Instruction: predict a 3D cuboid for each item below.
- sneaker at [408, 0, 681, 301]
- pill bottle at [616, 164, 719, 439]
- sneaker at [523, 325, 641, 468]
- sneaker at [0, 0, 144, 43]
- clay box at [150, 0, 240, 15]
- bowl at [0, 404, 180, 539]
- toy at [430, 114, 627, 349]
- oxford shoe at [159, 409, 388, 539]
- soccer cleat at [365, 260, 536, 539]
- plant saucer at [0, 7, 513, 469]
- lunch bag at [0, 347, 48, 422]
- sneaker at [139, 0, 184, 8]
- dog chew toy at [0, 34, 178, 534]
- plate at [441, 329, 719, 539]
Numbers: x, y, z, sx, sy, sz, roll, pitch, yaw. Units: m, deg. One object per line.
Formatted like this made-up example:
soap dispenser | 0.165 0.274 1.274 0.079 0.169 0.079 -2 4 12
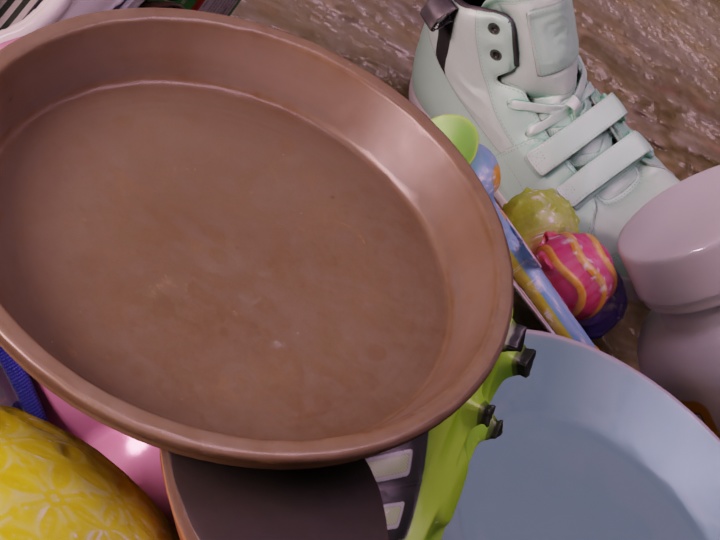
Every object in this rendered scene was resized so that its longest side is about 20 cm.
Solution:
sneaker | 0.099 -0.073 1.052 0.074 0.119 0.200 -38 63 -25
pill bottle | 0.193 0.056 0.998 0.201 0.112 0.113 62 37 -19
sneaker | 0.095 0.112 0.947 0.067 0.090 0.201 -25 73 -47
sneaker | -0.113 -0.150 0.936 0.073 0.071 0.201 26 76 20
clay box | -0.076 -0.217 1.077 0.047 0.115 0.201 18 47 -25
bowl | -0.103 0.147 0.672 0.107 0.202 0.199 11 24 37
toy | 0.082 -0.007 0.981 0.200 0.047 0.116 43 13 -48
oxford shoe | -0.024 0.112 0.688 0.071 0.072 0.201 -3 49 -28
soccer cleat | -0.008 0.085 0.766 0.080 0.068 0.201 19 71 17
plant saucer | -0.046 -0.010 0.729 0.198 0.030 0.201 13 44 -13
lunch bag | -0.185 0.092 0.735 0.169 0.127 0.201 -25 90 -46
sneaker | -0.097 -0.098 0.990 0.200 0.076 0.070 45 41 3
dog chew toy | -0.095 0.014 0.817 0.124 0.124 0.201 -16 76 -44
plate | 0.095 0.109 0.858 0.199 0.026 0.201 24 40 -22
